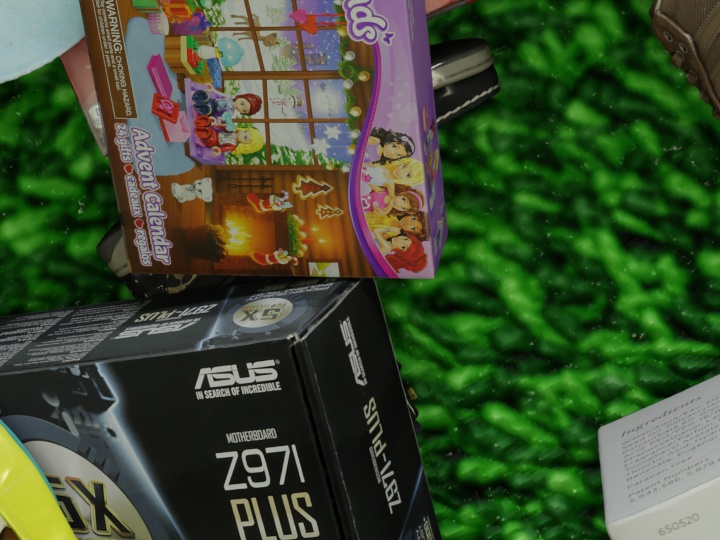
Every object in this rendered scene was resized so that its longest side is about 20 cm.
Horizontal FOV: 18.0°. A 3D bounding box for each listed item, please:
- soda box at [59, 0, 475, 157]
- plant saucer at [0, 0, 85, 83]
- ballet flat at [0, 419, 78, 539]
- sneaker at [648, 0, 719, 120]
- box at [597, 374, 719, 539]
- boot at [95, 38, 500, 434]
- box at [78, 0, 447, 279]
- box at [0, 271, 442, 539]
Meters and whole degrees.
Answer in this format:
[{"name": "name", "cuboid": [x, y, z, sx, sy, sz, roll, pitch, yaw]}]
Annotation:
[{"name": "soda box", "cuboid": [-0.036, -0.122, 1.017, 0.199, 0.063, 0.071, -23, 95, 4]}, {"name": "plant saucer", "cuboid": [-0.186, -0.168, 0.940, 0.199, 0.039, 0.203, 4, 80, -22]}, {"name": "ballet flat", "cuboid": [-0.145, 0.131, 0.947, 0.067, 0.067, 0.201, -36, 93, 34]}, {"name": "sneaker", "cuboid": [0.167, -0.103, 0.979, 0.075, 0.070, 0.201, 1, 122, 37]}, {"name": "box", "cuboid": [0.233, 0.133, 0.996, 0.199, 0.131, 0.200, -26, 102, 10]}, {"name": "boot", "cuboid": [-0.001, 0.000, 1.028, 0.202, 0.074, 0.155, -28, 98, 14]}, {"name": "box", "cuboid": [-0.041, -0.090, 0.922, 0.135, 0.039, 0.201, 1, 123, 13]}, {"name": "box", "cuboid": [-0.077, 0.099, 0.995, 0.198, 0.086, 0.165, -7, 107, 24]}]
